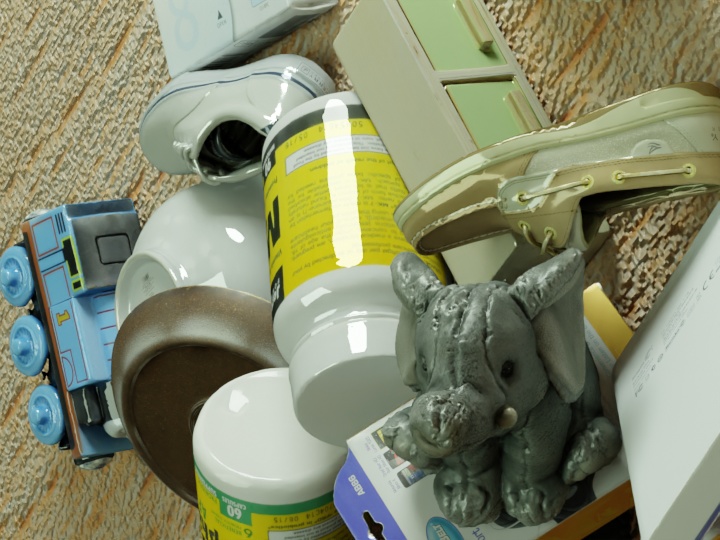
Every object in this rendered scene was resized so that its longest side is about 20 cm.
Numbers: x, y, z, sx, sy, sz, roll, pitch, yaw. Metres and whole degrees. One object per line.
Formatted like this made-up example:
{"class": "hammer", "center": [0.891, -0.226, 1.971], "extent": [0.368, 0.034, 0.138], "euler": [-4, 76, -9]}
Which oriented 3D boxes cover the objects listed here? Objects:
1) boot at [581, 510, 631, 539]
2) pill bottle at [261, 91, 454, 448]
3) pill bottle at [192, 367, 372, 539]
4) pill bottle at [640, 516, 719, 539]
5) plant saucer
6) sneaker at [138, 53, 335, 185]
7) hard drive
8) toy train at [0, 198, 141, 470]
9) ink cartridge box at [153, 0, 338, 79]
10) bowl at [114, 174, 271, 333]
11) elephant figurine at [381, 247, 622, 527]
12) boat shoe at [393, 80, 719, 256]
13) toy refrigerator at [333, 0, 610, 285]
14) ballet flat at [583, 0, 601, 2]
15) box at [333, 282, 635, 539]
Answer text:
{"class": "boot", "center": [0.079, 0.134, 1.714], "extent": [0.162, 0.073, 0.199], "euler": [-46, 53, 46]}
{"class": "pill bottle", "center": [0.000, 0.000, 1.708], "extent": [0.114, 0.114, 0.201], "euler": [125, 150, -44]}
{"class": "pill bottle", "center": [-0.047, 0.171, 1.809], "extent": [0.113, 0.112, 0.201], "euler": [45, 149, 40]}
{"class": "pill bottle", "center": [0.233, 0.116, 1.460], "extent": [0.200, 0.111, 0.112], "euler": [-45, 61, 49]}
{"class": "plant saucer", "center": [-0.084, 0.101, 1.876], "extent": [0.199, 0.032, 0.201], "euler": [15, 130, 19]}
{"class": "sneaker", "center": [-0.099, -0.094, 1.900], "extent": [0.073, 0.071, 0.200], "euler": [45, 148, -18]}
{"class": "hard drive", "center": [0.181, 0.053, 1.474], "extent": [0.132, 0.025, 0.200], "euler": [-59, 12, 21]}
{"class": "toy train", "center": [-0.204, 0.045, 2.086], "extent": [0.114, 0.086, 0.201], "euler": [-21, 79, 48]}
{"class": "ink cartridge box", "center": [-0.096, -0.248, 1.905], "extent": [0.160, 0.047, 0.201], "euler": [-24, 79, 54]}
{"class": "bowl", "center": [-0.108, 0.029, 1.941], "extent": [0.201, 0.090, 0.202], "euler": [15, 109, 52]}
{"class": "elephant figurine", "center": [0.071, 0.045, 1.507], "extent": [0.155, 0.141, 0.200], "euler": [54, 172, 31]}
{"class": "boat shoe", "center": [0.113, -0.043, 1.564], "extent": [0.199, 0.074, 0.067], "euler": [-22, 74, 20]}
{"class": "toy refrigerator", "center": [0.066, -0.083, 1.686], "extent": [0.070, 0.076, 0.201], "euler": [-55, 53, 44]}
{"class": "ballet flat", "center": [0.121, -0.197, 1.606], "extent": [0.200, 0.069, 0.071], "euler": [43, 148, 47]}
{"class": "box", "center": [0.086, 0.108, 1.610], "extent": [0.119, 0.199, 0.042], "euler": [57, 178, 31]}
